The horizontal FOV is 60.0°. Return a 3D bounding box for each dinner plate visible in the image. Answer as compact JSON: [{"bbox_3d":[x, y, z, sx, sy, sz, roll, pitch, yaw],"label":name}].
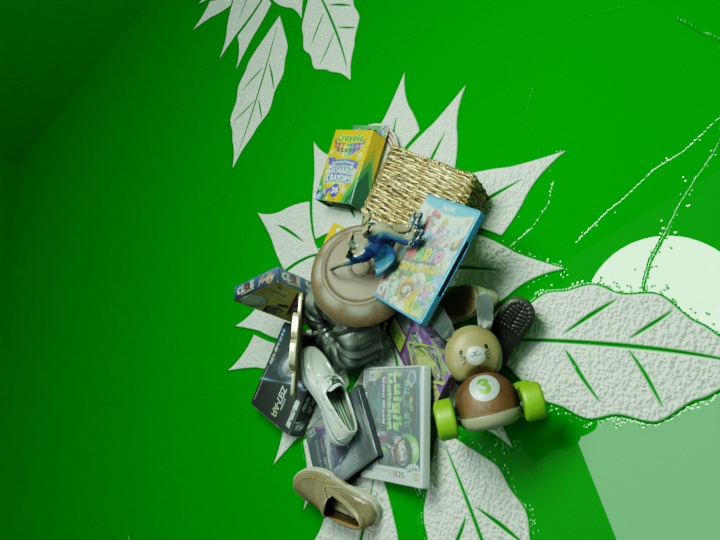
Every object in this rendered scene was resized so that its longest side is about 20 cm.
[{"bbox_3d":[0.014,-0.236,1.423,0.197,0.024,0.205,-19,61,37],"label":"dinner plate"}]

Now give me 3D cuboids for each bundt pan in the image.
[{"bbox_3d":[-0.044,0.107,1.222,0.201,0.075,0.205,40,144,36],"label":"bundt pan"}]

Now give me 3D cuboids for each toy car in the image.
[{"bbox_3d":[0.180,0.142,0.974,0.160,0.158,0.205,-13,80,5],"label":"toy car"}]

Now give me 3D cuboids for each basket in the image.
[{"bbox_3d":[0.124,-0.121,1.183,0.197,0.142,0.152,24,88,26],"label":"basket"}]

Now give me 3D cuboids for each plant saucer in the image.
[{"bbox_3d":[0.000,0.000,1.144,0.195,0.037,0.205,-4,66,8],"label":"plant saucer"}]

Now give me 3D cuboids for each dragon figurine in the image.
[{"bbox_3d":[0.027,-0.033,1.072,0.200,0.098,0.060,-48,22,30],"label":"dragon figurine"}]

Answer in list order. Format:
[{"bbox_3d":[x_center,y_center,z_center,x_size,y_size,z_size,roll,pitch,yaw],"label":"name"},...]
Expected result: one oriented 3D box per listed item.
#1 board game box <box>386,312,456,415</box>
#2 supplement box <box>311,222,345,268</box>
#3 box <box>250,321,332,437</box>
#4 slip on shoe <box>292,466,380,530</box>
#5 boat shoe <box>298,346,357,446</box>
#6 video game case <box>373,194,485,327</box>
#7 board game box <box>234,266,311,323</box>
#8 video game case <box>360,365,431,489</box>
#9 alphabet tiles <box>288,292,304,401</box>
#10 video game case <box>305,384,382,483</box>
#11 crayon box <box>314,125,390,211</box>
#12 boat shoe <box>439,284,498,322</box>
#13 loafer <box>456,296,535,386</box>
[{"bbox_3d":[0.110,0.145,1.140,0.122,0.032,0.202,103,149,-45],"label":"board game box"},{"bbox_3d":[0.011,-0.001,1.272,0.199,0.108,0.111,31,94,45],"label":"supplement box"},{"bbox_3d":[-0.148,0.237,1.372,0.159,0.043,0.204,23,90,46],"label":"box"},{"bbox_3d":[-0.057,0.431,1.170,0.196,0.060,0.078,14,110,32],"label":"slip on shoe"},{"bbox_3d":[-0.054,0.228,1.191,0.067,0.072,0.203,-46,64,43],"label":"boat shoe"},{"bbox_3d":[0.110,-0.022,1.040,0.142,0.018,0.203,28,88,54],"label":"video game case"},{"bbox_3d":[-0.151,0.059,1.335,0.133,0.198,0.035,-22,58,33],"label":"board game box"},{"bbox_3d":[0.061,0.278,1.134,0.180,0.023,0.206,-14,70,53],"label":"video game case"},{"bbox_3d":[-0.128,0.154,1.244,0.014,0.200,0.201,4,73,-1],"label":"alphabet tiles"},{"bbox_3d":[-0.038,0.338,1.220,0.200,0.019,0.145,-48,46,35],"label":"video game case"},{"bbox_3d":[-0.020,-0.243,1.405,0.124,0.051,0.205,12,82,45],"label":"crayon box"},{"bbox_3d":[0.167,0.062,1.136,0.199,0.064,0.074,-18,74,58],"label":"boat shoe"},{"bbox_3d":[0.231,0.124,1.060,0.073,0.071,0.201,41,115,9],"label":"loafer"}]
